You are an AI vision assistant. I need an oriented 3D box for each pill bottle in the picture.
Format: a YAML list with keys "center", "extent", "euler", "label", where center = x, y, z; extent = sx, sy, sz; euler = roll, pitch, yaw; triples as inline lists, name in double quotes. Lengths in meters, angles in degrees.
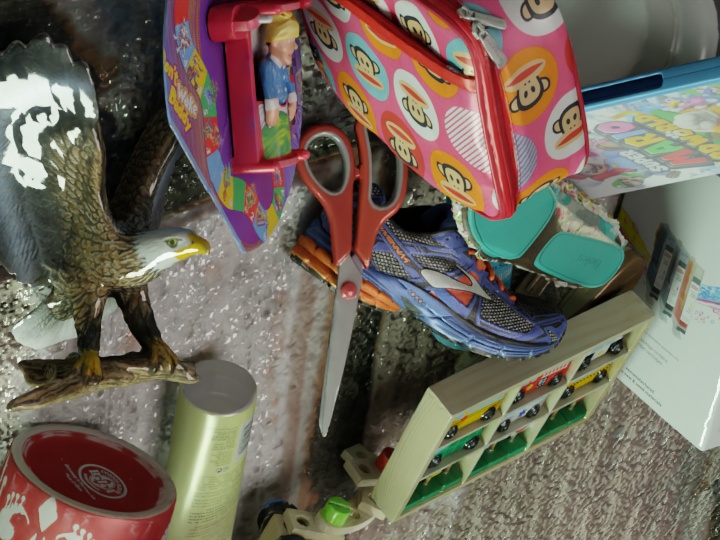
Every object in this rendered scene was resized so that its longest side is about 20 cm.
- center: [0.211, -0.143, 1.487]
  extent: [0.199, 0.113, 0.114]
  euler: [7, 117, -45]
  label: "pill bottle"

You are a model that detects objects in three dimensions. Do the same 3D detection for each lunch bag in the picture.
- center: [0.039, -0.140, 1.266]
  extent: [0.082, 0.200, 0.177]
  euler: [-32, 136, -19]
  label: "lunch bag"

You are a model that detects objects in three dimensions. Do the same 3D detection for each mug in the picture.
- center: [-0.175, 0.217, 1.407]
  extent: [0.133, 0.177, 0.201]
  euler: [-31, 144, -66]
  label: "mug"

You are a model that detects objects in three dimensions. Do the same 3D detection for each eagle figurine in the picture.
- center: [-0.139, -0.031, 1.278]
  extent: [0.152, 0.150, 0.202]
  euler: [-27, 112, -81]
  label: "eagle figurine"

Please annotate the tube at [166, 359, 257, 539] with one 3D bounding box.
- center: [-0.107, 0.146, 1.499]
  extent: [0.058, 0.052, 0.201]
  euler: [4, 131, -8]
  label: "tube"

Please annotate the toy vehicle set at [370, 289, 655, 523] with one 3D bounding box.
- center: [0.105, 0.092, 1.561]
  extent: [0.199, 0.027, 0.125]
  euler: [-23, 152, -36]
  label: "toy vehicle set"

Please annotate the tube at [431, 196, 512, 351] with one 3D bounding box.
- center: [0.082, -0.043, 1.514]
  extent: [0.077, 0.050, 0.201]
  euler: [-27, 133, -43]
  label: "tube"

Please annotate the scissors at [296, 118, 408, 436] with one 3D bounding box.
- center: [0.000, 0.000, 1.411]
  extent: [0.073, 0.014, 0.202]
  euler: [-6, 93, -18]
  label: "scissors"

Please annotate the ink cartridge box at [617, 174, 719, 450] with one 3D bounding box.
- center: [0.276, -0.003, 1.638]
  extent: [0.145, 0.145, 0.201]
  euler: [-11, 129, -35]
  label: "ink cartridge box"

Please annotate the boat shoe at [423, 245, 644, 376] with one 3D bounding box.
- center: [0.112, 0.045, 1.608]
  extent: [0.200, 0.063, 0.073]
  euler: [-43, 159, 0]
  label: "boat shoe"

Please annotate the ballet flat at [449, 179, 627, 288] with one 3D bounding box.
- center: [0.102, -0.039, 1.456]
  extent: [0.076, 0.064, 0.200]
  euler: [-46, 145, 8]
  label: "ballet flat"

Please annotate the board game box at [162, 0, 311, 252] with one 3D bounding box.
- center: [-0.052, -0.109, 1.258]
  extent: [0.200, 0.039, 0.159]
  euler: [63, 32, -51]
  label: "board game box"

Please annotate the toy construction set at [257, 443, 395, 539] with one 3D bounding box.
- center: [-0.027, 0.215, 1.590]
  extent: [0.130, 0.092, 0.201]
  euler: [14, 108, -28]
  label: "toy construction set"

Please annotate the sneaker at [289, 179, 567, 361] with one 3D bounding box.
- center: [0.055, 0.000, 1.465]
  extent: [0.199, 0.075, 0.079]
  euler: [23, 98, -27]
  label: "sneaker"

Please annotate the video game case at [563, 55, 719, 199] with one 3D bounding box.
- center: [0.183, -0.087, 1.430]
  extent: [0.143, 0.199, 0.018]
  euler: [24, 63, -49]
  label: "video game case"
